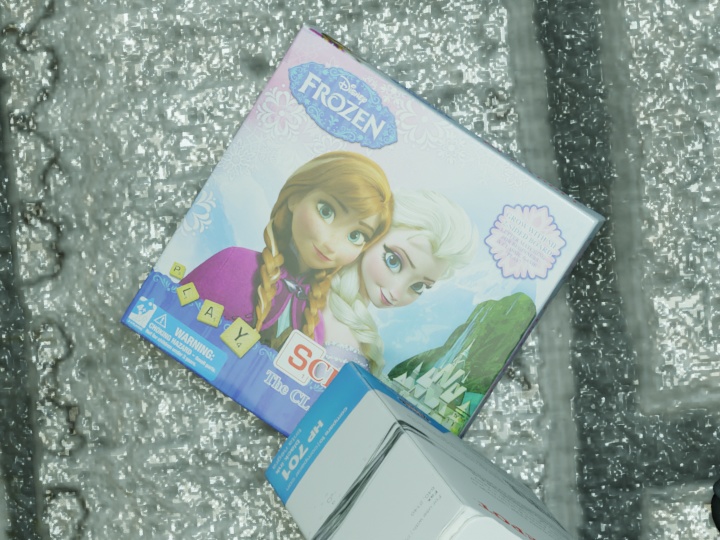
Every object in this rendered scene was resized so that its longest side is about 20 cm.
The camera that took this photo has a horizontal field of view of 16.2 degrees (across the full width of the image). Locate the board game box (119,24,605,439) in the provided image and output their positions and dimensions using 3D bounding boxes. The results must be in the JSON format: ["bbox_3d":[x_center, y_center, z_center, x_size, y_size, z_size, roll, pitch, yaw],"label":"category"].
[{"bbox_3d":[0.000,0.000,1.411,0.199,0.041,0.200,33,98,7],"label":"board game box"}]

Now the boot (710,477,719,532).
[{"bbox_3d":[0.209,0.234,1.373,0.164,0.066,0.201,37,103,9],"label":"boot"}]

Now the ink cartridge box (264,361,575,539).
[{"bbox_3d":[0.050,0.147,1.293,0.146,0.200,0.086,37,96,-24],"label":"ink cartridge box"}]
